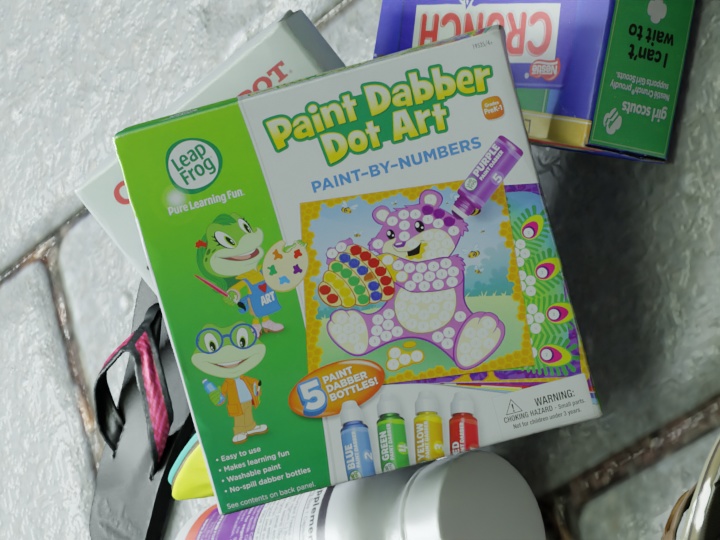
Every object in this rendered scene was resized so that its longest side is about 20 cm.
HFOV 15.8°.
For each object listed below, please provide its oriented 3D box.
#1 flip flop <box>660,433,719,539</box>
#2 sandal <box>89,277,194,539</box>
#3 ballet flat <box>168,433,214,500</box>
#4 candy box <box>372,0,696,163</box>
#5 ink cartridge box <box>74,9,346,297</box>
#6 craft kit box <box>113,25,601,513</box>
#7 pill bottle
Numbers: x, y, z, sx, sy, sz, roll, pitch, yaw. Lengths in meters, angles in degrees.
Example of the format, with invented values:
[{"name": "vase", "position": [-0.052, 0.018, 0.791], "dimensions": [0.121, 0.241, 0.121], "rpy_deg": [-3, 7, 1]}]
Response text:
[{"name": "flip flop", "position": [0.172, 0.138, 1.239], "dimensions": [0.058, 0.081, 0.201], "rpy_deg": [43, 121, 56]}, {"name": "sandal", "position": [-0.134, 0.085, 1.571], "dimensions": [0.075, 0.045, 0.201], "rpy_deg": [21, 99, 45]}, {"name": "ballet flat", "position": [-0.038, 0.075, 1.467], "dimensions": [0.067, 0.067, 0.200], "rpy_deg": [44, 115, 16]}, {"name": "candy box", "position": [0.095, -0.166, 1.347], "dimensions": [0.169, 0.077, 0.201], "rpy_deg": [12, 95, 46]}, {"name": "ink cartridge box", "position": [-0.031, -0.014, 1.352], "dimensions": [0.146, 0.083, 0.200], "rpy_deg": [-38, 95, 10]}, {"name": "craft kit box", "position": [0.000, 0.000, 1.281], "dimensions": [0.199, 0.049, 0.199], "rpy_deg": [-16, 95, 5]}, {"name": "pill bottle", "position": [-0.001, 0.157, 1.379], "dimensions": [0.199, 0.111, 0.112], "rpy_deg": [-21, 70, 42]}]
